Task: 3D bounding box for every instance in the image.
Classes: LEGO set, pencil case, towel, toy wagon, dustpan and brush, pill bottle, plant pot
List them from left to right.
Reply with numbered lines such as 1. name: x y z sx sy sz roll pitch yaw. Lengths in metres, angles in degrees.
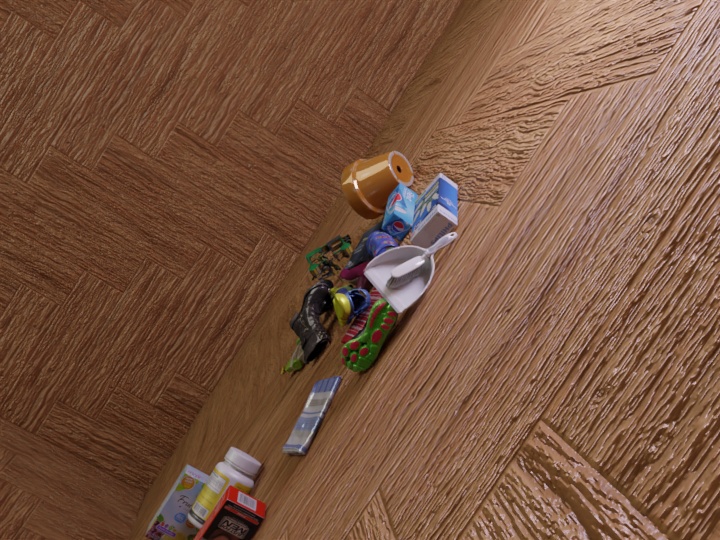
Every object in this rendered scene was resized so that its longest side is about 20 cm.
1. pill bottle: -0.350 0.574 1.562 0.201 0.114 0.114 -60 12 -14
2. toy wagon: -0.184 0.255 1.898 0.201 0.039 0.155 -55 12 18
3. towel: -0.118 0.346 1.432 0.201 0.024 0.147 -63 14 -24
4. LEGO set: -0.093 -0.023 2.098 0.199 0.116 0.154 -37 31 -8
5. towel: 0.021 0.104 1.494 0.201 0.022 0.145 -58 10 -9
6. plant pot: 0.069 -0.296 1.975 0.183 0.200 0.201 -26 30 38
7. pencil case: 0.063 -0.048 1.582 0.200 0.077 0.088 -110 16 -74
8. dustpan and brush: 0.121 -0.017 1.251 0.199 0.140 0.057 -30 -34 -18

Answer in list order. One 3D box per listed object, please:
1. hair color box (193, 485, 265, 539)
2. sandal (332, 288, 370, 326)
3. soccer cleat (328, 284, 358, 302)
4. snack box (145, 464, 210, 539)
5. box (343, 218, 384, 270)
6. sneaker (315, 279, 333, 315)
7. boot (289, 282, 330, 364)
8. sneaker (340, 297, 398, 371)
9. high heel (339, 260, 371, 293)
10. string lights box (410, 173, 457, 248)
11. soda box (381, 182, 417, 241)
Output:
1. hair color box: -0.310 0.602 1.363 0.201 0.101 0.061 -57 12 8
2. sandal: -0.022 0.091 1.521 0.086 0.080 0.200 -19 -5 -9
3. soccer cleat: -0.046 0.075 1.793 0.083 0.065 0.200 -28 5 -7
4. snack box: -0.459 0.664 1.641 0.201 0.168 0.068 -59 13 -4
5. box: 0.026 -0.062 1.830 0.158 0.051 0.200 -60 12 -18
6. sneaker: -0.113 0.092 1.991 0.086 0.081 0.201 -25 24 24
7. boot: -0.128 0.156 1.775 0.201 0.069 0.174 -58 38 15
8. sneaker: 0.029 0.140 1.293 0.201 0.077 0.084 -54 -13 23
9. high heel: 0.000 0.000 1.734 0.097 0.067 0.200 -66 26 5
10. string lights box: 0.174 -0.134 1.397 0.103 0.059 0.201 -49 15 31
11. soda box: 0.113 -0.169 1.710 0.064 0.068 0.201 -50 14 30
